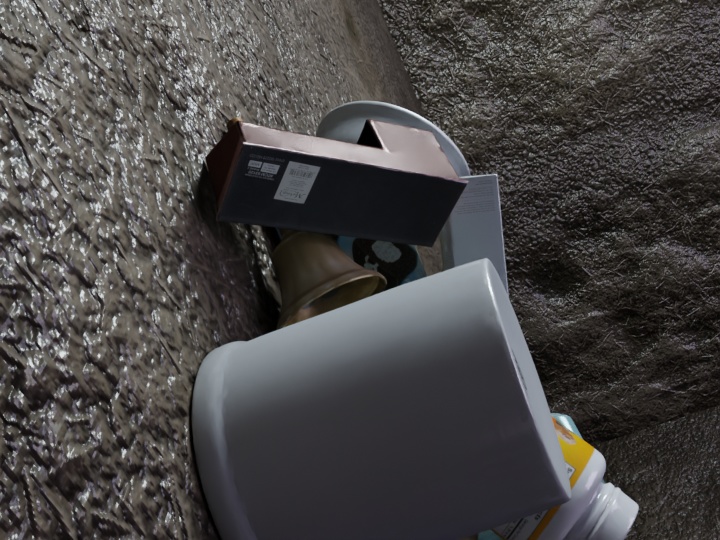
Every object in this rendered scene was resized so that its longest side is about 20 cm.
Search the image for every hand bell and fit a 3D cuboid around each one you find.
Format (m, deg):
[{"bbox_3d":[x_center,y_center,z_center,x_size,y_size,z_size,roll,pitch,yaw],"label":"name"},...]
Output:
[{"bbox_3d":[-0.068,-0.050,0.718,0.202,0.103,0.104,61,10,19],"label":"hand bell"}]

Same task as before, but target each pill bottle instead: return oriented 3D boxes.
[{"bbox_3d":[0.133,0.169,0.712,0.199,0.110,0.109,36,5,16],"label":"pill bottle"}]

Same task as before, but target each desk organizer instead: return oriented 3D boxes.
[{"bbox_3d":[-0.021,-0.081,0.674,0.197,0.072,0.078,6,40,-28],"label":"desk organizer"}]

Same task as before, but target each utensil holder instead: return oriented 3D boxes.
[{"bbox_3d":[0.018,0.099,0.542,0.170,0.197,0.173,-21,90,-78],"label":"utensil holder"}]

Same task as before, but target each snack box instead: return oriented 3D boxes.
[{"bbox_3d":[0.000,0.000,0.798,0.037,0.115,0.203,-118,-177,-73],"label":"snack box"}]

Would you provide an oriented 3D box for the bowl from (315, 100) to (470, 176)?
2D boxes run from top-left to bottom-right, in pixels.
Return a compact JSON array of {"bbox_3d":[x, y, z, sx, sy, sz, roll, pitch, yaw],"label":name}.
[{"bbox_3d":[0.022,-0.091,0.957,0.202,0.198,0.091,58,48,-42],"label":"bowl"}]

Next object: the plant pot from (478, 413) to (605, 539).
[{"bbox_3d":[0.167,0.259,0.840,0.196,0.192,0.204,48,39,-58],"label":"plant pot"}]

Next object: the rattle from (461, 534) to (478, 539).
[{"bbox_3d":[0.023,0.258,0.706,0.130,0.141,0.203,-43,133,-42],"label":"rattle"}]

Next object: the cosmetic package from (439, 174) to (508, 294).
[{"bbox_3d":[0.107,-0.008,0.806,0.200,0.051,0.154,-41,127,-86],"label":"cosmetic package"}]

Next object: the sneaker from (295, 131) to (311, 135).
[{"bbox_3d":[-0.038,-0.043,0.853,0.090,0.069,0.203,-120,-172,-79],"label":"sneaker"}]
